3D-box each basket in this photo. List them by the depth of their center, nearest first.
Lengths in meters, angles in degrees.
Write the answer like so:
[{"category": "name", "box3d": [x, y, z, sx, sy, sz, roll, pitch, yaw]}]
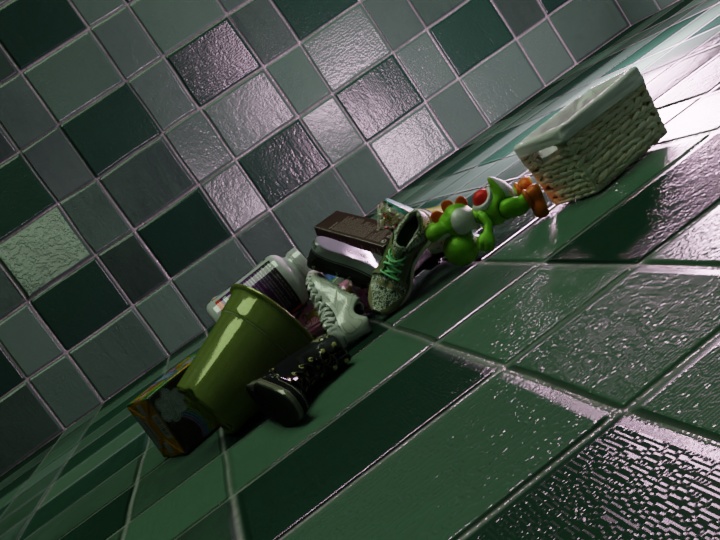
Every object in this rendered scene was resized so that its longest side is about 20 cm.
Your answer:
[{"category": "basket", "box3d": [0.371, -0.210, 1.365, 0.200, 0.123, 0.136, -38, 8, -22]}]

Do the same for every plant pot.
[{"category": "plant pot", "box3d": [-0.193, 0.159, 1.402, 0.190, 0.200, 0.200, -52, 13, -21]}]

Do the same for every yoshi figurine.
[{"category": "yoshi figurine", "box3d": [0.209, -0.072, 1.415, 0.200, 0.112, 0.112, -22, -29, 4]}]

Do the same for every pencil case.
[{"category": "pencil case", "box3d": [-0.068, 0.089, 1.591, 0.200, 0.087, 0.083, -33, -36, 12]}]

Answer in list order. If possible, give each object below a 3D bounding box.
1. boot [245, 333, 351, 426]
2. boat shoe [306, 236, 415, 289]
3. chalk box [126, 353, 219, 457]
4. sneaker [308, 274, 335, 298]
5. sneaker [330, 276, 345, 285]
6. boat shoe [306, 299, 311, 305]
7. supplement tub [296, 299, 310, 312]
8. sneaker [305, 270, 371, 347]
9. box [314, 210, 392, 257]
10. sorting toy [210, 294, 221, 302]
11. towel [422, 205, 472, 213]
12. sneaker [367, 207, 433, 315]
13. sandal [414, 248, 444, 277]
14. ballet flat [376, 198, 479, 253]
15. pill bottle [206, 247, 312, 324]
[{"category": "boot", "box3d": [-0.079, 0.153, 1.261, 0.154, 0.074, 0.203, -34, 8, -20]}, {"category": "boat shoe", "box3d": [0.000, 0.000, 1.527, 0.069, 0.200, 0.057, -85, 20, -63]}, {"category": "chalk box", "box3d": [-0.298, 0.228, 1.562, 0.200, 0.125, 0.124, -38, 8, -35]}, {"category": "sneaker", "box3d": [-0.121, 0.012, 1.758, 0.130, 0.080, 0.200, -12, 8, 18]}, {"category": "sneaker", "box3d": [0.006, 0.023, 1.698, 0.200, 0.078, 0.085, -40, 9, -38]}, {"category": "boat shoe", "box3d": [-0.057, 0.068, 1.746, 0.070, 0.071, 0.200, -37, 0, 6]}, {"category": "supplement tub", "box3d": [-0.175, 0.110, 1.836, 0.107, 0.107, 0.200, -40, 8, -37]}, {"category": "sneaker", "box3d": [-0.040, 0.061, 1.488, 0.081, 0.075, 0.200, -26, 41, -3]}, {"category": "box", "box3d": [0.010, -0.043, 1.650, 0.200, 0.100, 0.075, 16, 45, 43]}, {"category": "sorting toy", "box3d": [-0.220, 0.114, 1.720, 0.200, 0.180, 0.107, -27, 10, 44]}, {"category": "towel", "box3d": [0.175, -0.099, 1.564, 0.200, 0.086, 0.018, -16, -57, -64]}, {"category": "sneaker", "box3d": [0.060, -0.022, 1.439, 0.200, 0.077, 0.089, -66, -20, -4]}, {"category": "sandal", "box3d": [0.109, -0.026, 1.569, 0.200, 0.075, 0.048, -29, -33, -44]}, {"category": "ballet flat", "box3d": [0.118, -0.068, 1.532, 0.064, 0.200, 0.076, -71, -14, 14]}, {"category": "pill bottle", "box3d": [-0.177, 0.050, 1.580, 0.200, 0.113, 0.112, -39, 8, -10]}]
